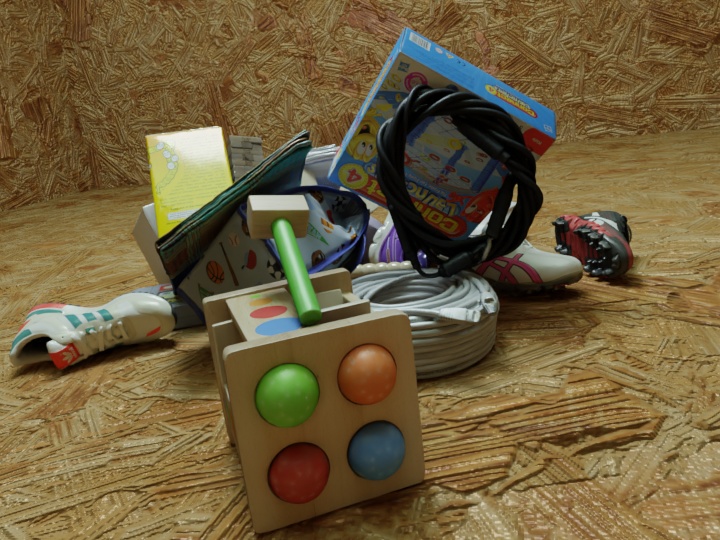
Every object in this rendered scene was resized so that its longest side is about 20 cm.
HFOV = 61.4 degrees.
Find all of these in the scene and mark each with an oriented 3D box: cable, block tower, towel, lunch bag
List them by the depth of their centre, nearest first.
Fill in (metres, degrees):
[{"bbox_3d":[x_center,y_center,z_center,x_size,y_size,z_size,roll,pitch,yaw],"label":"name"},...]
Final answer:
[{"bbox_3d":[0.102,-0.098,0.631,0.162,0.202,0.051,-18,12,6],"label":"cable"},{"bbox_3d":[0.050,0.049,0.657,0.198,0.070,0.200,-4,14,13],"label":"cable"},{"bbox_3d":[-0.138,-0.067,0.679,0.200,0.022,0.147,-41,-1,-17],"label":"towel"},{"bbox_3d":[-0.089,-0.012,0.735,0.170,0.124,0.200,-40,-3,35],"label":"lunch bag"},{"bbox_3d":[-0.176,-0.106,0.948,0.054,0.202,0.058,-2,-14,-28],"label":"block tower"},{"bbox_3d":[-0.080,-0.134,1.051,0.145,0.201,0.024,-10,58,5],"label":"towel"}]

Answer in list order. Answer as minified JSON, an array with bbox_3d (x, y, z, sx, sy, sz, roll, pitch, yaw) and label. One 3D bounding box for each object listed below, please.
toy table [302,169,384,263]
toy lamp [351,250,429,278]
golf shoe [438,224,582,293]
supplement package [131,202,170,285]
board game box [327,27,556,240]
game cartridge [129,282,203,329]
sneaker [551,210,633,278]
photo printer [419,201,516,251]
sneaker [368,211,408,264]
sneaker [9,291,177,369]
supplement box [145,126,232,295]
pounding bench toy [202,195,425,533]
[{"bbox_3d":[-0.043,-0.096,0.983,0.183,0.118,0.199,-29,-37,34],"label":"toy table"},{"bbox_3d":[0.000,0.000,0.878,0.198,0.059,0.058,-5,15,9],"label":"toy lamp"},{"bbox_3d":[0.188,-0.020,0.793,0.198,0.093,0.072,5,11,33],"label":"golf shoe"},{"bbox_3d":[-0.251,-0.068,0.999,0.199,0.121,0.121,-29,0,-33],"label":"supplement package"},{"bbox_3d":[0.089,-0.146,0.717,0.198,0.196,0.056,25,47,-11],"label":"board game box"},{"bbox_3d":[-0.243,0.045,0.871,0.198,0.041,0.133,-10,19,-10],"label":"game cartridge"},{"bbox_3d":[0.342,-0.042,0.845,0.097,0.072,0.201,-9,14,2],"label":"sneaker"},{"bbox_3d":[0.168,-0.067,1.022,0.165,0.070,0.199,3,18,34],"label":"photo printer"},{"bbox_3d":[0.088,-0.081,0.938,0.083,0.202,0.081,19,-5,30],"label":"sneaker"},{"bbox_3d":[-0.325,0.083,0.737,0.197,0.071,0.094,-4,33,3],"label":"sneaker"},{"bbox_3d":[-0.229,-0.085,0.853,0.108,0.202,0.109,-10,-26,-13],"label":"supplement box"},{"bbox_3d":[-0.042,0.050,0.437,0.123,0.202,0.156,-11,15,-17],"label":"pounding bench toy"}]
